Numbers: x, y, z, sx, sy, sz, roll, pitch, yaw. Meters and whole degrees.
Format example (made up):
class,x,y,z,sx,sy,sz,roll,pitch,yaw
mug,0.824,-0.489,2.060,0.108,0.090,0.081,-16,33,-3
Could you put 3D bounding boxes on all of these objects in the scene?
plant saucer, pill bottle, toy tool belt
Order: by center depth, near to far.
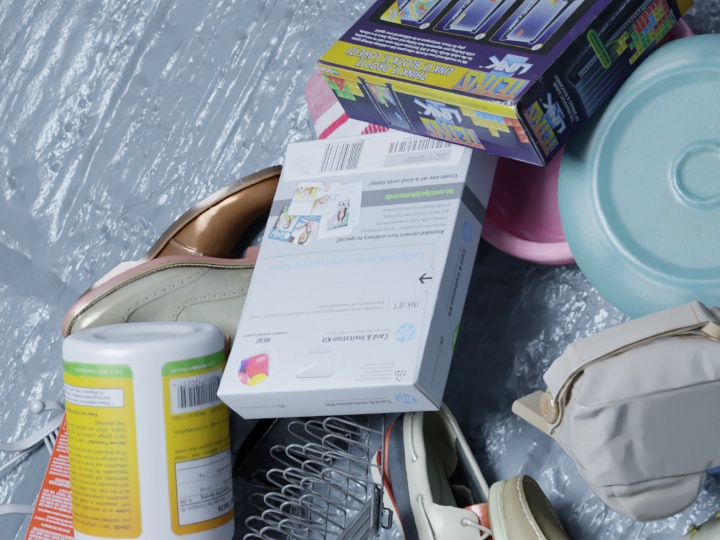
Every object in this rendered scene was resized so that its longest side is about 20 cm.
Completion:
class,x,y,z,sx,sy,sz,roll,pitch,yaw
toy tool belt,0.202,0.071,1.349,0.123,0.200,0.125,-145,42,-68
plant saucer,0.220,-0.058,1.406,0.200,0.036,0.200,-3,80,16
plant saucer,0.155,-0.095,1.514,0.200,0.051,0.201,-15,63,32
pill bottle,-0.144,0.140,1.521,0.111,0.111,0.200,3,98,39

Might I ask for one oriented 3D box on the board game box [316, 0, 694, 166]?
class,x,y,z,sx,sy,sz,roll,pitch,yaw
board game box,0.095,-0.158,1.479,0.165,0.057,0.200,-48,38,-20

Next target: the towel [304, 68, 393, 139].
class,x,y,z,sx,sy,sz,roll,pitch,yaw
towel,0.013,-0.096,1.609,0.144,0.023,0.200,-46,43,40

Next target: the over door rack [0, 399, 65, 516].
class,x,y,z,sx,sy,sz,roll,pitch,yaw
over door rack,-0.288,0.212,1.718,0.200,0.067,0.148,-42,50,16

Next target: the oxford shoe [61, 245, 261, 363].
class,x,y,z,sx,sy,sz,roll,pitch,yaw
oxford shoe,-0.113,0.033,1.592,0.200,0.071,0.074,-13,55,-15

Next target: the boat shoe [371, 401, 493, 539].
class,x,y,z,sx,sy,sz,roll,pitch,yaw
boat shoe,0.065,0.169,1.451,0.063,0.071,0.200,-57,40,29

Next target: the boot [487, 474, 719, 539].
class,x,y,z,sx,sy,sz,roll,pitch,yaw
boot,0.175,0.181,1.366,0.155,0.072,0.200,-39,55,18

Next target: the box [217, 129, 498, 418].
class,x,y,z,sx,sy,sz,roll,pitch,yaw
box,0.000,0.000,1.477,0.156,0.041,0.200,-5,56,32

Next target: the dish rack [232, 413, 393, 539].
class,x,y,z,sx,sy,sz,roll,pitch,yaw
dish rack,-0.033,0.151,1.489,0.153,0.055,0.200,-54,20,34

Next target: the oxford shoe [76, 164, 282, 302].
class,x,y,z,sx,sy,sz,roll,pitch,yaw
oxford shoe,-0.123,-0.006,1.697,0.200,0.071,0.071,-40,79,18

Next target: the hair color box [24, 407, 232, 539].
class,x,y,z,sx,sy,sz,roll,pitch,yaw
hair color box,-0.175,0.172,1.616,0.064,0.111,0.200,8,77,41
